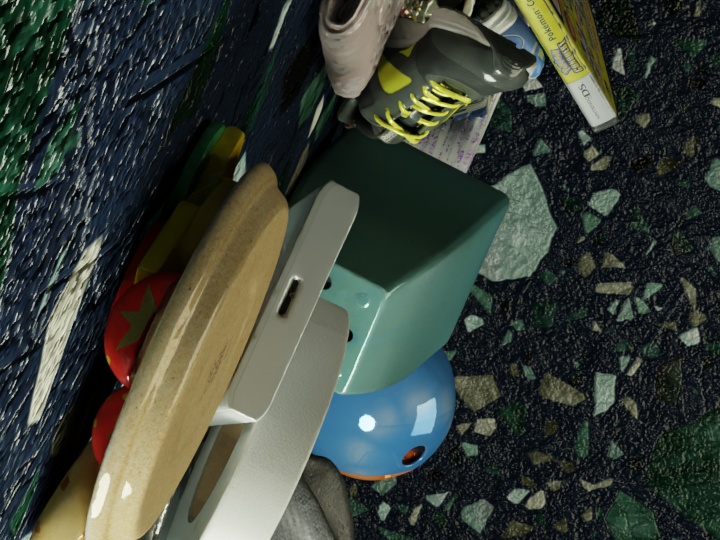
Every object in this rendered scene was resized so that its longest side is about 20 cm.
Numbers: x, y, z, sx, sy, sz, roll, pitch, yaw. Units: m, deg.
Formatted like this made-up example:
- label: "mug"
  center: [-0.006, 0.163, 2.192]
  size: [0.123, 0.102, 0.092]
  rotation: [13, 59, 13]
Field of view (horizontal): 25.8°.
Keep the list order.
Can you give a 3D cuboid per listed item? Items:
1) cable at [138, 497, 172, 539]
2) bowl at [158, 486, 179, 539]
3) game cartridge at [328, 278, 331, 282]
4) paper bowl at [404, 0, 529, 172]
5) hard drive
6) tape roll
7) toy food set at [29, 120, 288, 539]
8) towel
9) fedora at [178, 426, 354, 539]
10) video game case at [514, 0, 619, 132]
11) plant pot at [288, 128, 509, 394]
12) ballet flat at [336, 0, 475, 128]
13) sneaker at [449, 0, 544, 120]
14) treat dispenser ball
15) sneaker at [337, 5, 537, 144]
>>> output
- label: "cable"
  center: [-0.139, 0.198, 1.020]
  size: [0.097, 0.050, 0.201]
  rotation: [95, 19, -67]
- label: "bowl"
  center: [-0.142, 0.269, 1.175]
  size: [0.201, 0.090, 0.202]
  rotation: [24, 90, -86]
- label: "game cartridge"
  center: [-0.054, 0.052, 1.543]
  size: [0.134, 0.041, 0.201]
  rotation: [104, 9, -48]
- label: "paper bowl"
  center: [0.087, -0.195, 1.428]
  size: [0.201, 0.104, 0.202]
  rotation: [24, 90, -86]
- label: "hard drive"
  center: [-0.059, 0.025, 0.913]
  size: [0.133, 0.026, 0.200]
  rotation: [-66, -169, -12]
- label: "tape roll"
  center: [-0.065, 0.107, 0.933]
  size: [0.204, 0.037, 0.203]
  rotation: [-62, -170, 19]
- label: "toy food set"
  center: [-0.088, 0.037, 0.730]
  size: [0.201, 0.048, 0.199]
  rotation: [110, 5, -48]
- label: "towel"
  center: [0.025, -0.208, 0.962]
  size: [0.200, 0.032, 0.192]
  rotation: [64, 50, -85]
- label: "fedora"
  center: [-0.056, 0.183, 1.132]
  size: [0.201, 0.091, 0.202]
  rotation: [-15, 90, -80]
- label: "video game case"
  center: [0.151, -0.238, 1.292]
  size: [0.025, 0.181, 0.201]
  rotation: [-25, -142, 19]
- label: "plant pot"
  center: [0.000, 0.000, 1.170]
  size: [0.142, 0.141, 0.200]
  rotation: [-67, 169, 24]
- label: "ballet flat"
  center: [0.047, -0.190, 1.176]
  size: [0.076, 0.064, 0.201]
  rotation: [-51, 165, -81]
- label: "sneaker"
  center: [0.063, -0.143, 1.265]
  size: [0.200, 0.077, 0.076]
  rotation: [-32, -154, 44]
- label: "treat dispenser ball"
  center: [0.015, 0.148, 1.874]
  size: [0.201, 0.200, 0.202]
  rotation: [24, 90, -87]
- label: "sneaker"
  center: [0.049, -0.121, 1.052]
  size: [0.085, 0.074, 0.200]
  rotation: [-66, -157, -4]
